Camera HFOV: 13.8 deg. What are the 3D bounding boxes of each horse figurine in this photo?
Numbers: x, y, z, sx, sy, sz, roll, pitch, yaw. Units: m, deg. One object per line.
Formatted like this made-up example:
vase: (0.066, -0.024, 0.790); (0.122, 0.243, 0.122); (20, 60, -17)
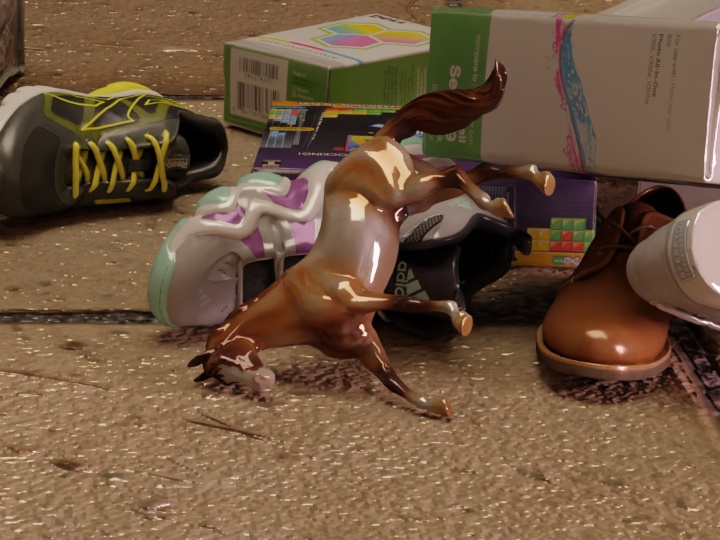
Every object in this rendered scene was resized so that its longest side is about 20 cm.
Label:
horse figurine: (0.014, -0.013, 1.483); (0.132, 0.201, 0.050); (14, -19, 31)

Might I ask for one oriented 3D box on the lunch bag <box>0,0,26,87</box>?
lunch bag: (-0.321, -0.230, 2.052); (0.163, 0.201, 0.118); (4, 17, 8)

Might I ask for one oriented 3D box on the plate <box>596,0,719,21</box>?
plate: (0.179, -0.144, 1.776); (0.199, 0.032, 0.199); (-22, -3, 28)

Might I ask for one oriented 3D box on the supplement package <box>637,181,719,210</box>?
supplement package: (0.273, -0.061, 1.695); (0.199, 0.120, 0.121); (14, 20, 35)

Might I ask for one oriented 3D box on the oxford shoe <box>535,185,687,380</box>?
oxford shoe: (0.135, 0.005, 1.551); (0.071, 0.072, 0.200); (9, 21, 11)

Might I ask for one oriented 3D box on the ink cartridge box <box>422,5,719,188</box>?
ink cartridge box: (0.153, -0.090, 1.567); (0.199, 0.088, 0.145); (6, 2, 44)

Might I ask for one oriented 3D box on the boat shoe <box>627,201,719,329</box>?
boat shoe: (0.224, 0.008, 1.518); (0.199, 0.072, 0.068); (2, -11, -35)

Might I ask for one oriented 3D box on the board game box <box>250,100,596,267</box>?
board game box: (0.038, -0.053, 1.757); (0.199, 0.057, 0.165); (2, 16, 1)

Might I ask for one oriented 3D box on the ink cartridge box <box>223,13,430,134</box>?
ink cartridge box: (0.014, -0.132, 2.005); (0.200, 0.060, 0.104); (-14, 23, -42)

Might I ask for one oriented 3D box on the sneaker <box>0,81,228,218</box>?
sneaker: (-0.150, -0.074, 1.771); (0.084, 0.075, 0.200); (11, 19, 27)

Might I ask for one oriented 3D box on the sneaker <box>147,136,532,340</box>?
sneaker: (0.000, 0.000, 1.546); (0.199, 0.078, 0.140); (-25, 41, -28)
